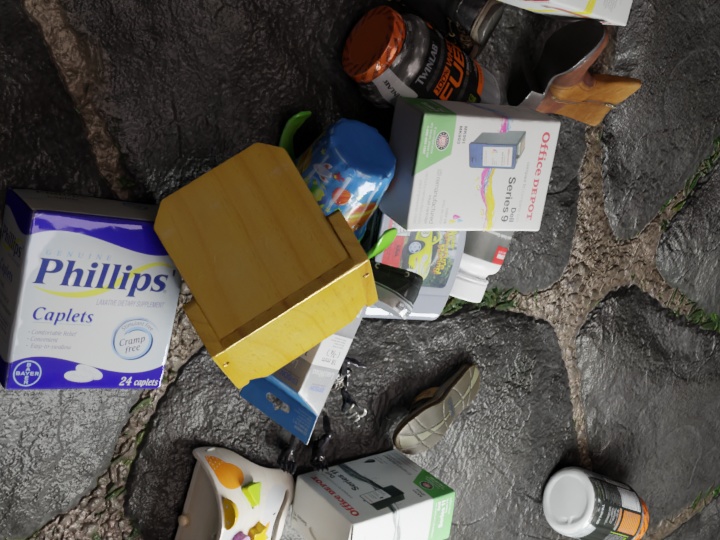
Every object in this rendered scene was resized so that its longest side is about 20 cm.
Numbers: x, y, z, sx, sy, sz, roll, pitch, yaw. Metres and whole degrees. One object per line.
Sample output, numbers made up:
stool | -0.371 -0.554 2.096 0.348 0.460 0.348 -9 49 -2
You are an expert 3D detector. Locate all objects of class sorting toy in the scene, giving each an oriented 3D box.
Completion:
sorting toy | -0.166 0.352 1.265 0.179 0.106 0.203 3 107 -54

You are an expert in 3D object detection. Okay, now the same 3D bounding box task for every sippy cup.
sippy cup | -0.026 -0.110 1.109 0.176 0.141 0.131 30 132 -13

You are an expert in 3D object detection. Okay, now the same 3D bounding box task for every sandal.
sandal | 0.113 0.211 1.413 0.200 0.054 0.083 -43 133 -31

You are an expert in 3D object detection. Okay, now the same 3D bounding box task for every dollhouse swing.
dollhouse swing | -0.113 -0.008 1.035 0.198 0.177 0.182 -32 158 -7

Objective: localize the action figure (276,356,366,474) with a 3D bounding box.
action figure | -0.051 0.185 1.260 0.117 0.102 0.203 9 104 -23

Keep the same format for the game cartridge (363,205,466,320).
game cartridge | 0.074 -0.030 1.215 0.131 0.041 0.203 1 110 -26

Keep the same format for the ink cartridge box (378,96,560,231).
ink cartridge box | 0.136 -0.130 1.129 0.197 0.087 0.148 -1 112 -26

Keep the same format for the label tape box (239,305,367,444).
label tape box | -0.094 0.099 1.166 0.063 0.143 0.203 18 97 -52

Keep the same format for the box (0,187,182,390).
box | -0.310 0.023 1.024 0.182 0.105 0.203 4 104 -35

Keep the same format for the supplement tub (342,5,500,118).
supplement tub | 0.078 -0.247 1.170 0.198 0.122 0.124 25 93 -37

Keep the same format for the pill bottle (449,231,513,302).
pill bottle | 0.164 -0.064 1.301 0.113 0.113 0.203 14 100 -36

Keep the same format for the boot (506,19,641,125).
boot | 0.341 -0.277 1.315 0.197 0.069 0.188 4 145 -33

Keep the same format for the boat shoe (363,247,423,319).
boat shoe | 0.000 0.000 1.164 0.057 0.199 0.069 -57 142 -7

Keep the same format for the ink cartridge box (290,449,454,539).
ink cartridge box | 0.017 0.348 1.325 0.198 0.146 0.084 -6 112 -39

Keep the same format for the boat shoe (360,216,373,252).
boat shoe | 0.036 -0.038 1.258 0.201 0.070 0.071 -49 128 -1

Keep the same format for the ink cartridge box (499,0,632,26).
ink cartridge box | 0.255 -0.394 1.218 0.197 0.145 0.085 4 104 -34

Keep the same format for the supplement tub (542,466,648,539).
supplement tub | 0.438 0.440 1.667 0.198 0.122 0.124 25 93 -37

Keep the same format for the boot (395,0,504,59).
boot | 0.105 -0.342 1.163 0.149 0.200 0.074 31 101 0
